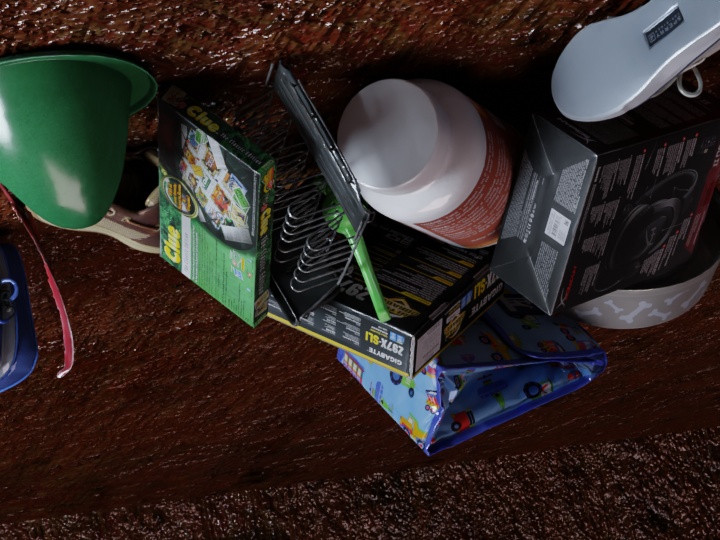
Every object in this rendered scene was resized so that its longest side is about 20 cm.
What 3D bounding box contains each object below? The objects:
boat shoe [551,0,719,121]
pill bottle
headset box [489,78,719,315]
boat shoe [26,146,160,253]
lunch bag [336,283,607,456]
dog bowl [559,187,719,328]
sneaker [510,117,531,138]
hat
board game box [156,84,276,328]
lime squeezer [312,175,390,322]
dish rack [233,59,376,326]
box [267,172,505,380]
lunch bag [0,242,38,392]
[{"bbox_3d":[0.231,-0.170,1.416,0.086,0.075,0.202,-2,154,-41],"label":"boat shoe"},{"bbox_3d":[0.060,-0.087,1.519,0.111,0.113,0.200,-15,166,21],"label":"pill bottle"},{"bbox_3d":[0.212,-0.066,1.563,0.199,0.077,0.150,-20,134,-40],"label":"headset box"},{"bbox_3d":[-0.171,-0.062,1.543,0.199,0.073,0.072,12,157,-43],"label":"boat shoe"},{"bbox_3d":[0.104,0.060,1.665,0.199,0.151,0.095,-13,128,-30],"label":"lunch bag"},{"bbox_3d":[0.224,-0.028,1.701,0.198,0.201,0.059,-8,132,-8],"label":"dog bowl"},{"bbox_3d":[0.111,-0.070,1.675,0.199,0.071,0.093,-35,171,31],"label":"sneaker"},{"bbox_3d":[-0.208,-0.039,1.364,0.164,0.178,0.200,-16,165,20],"label":"hat"},{"bbox_3d":[-0.111,-0.045,1.468,0.023,0.104,0.201,-45,160,-29],"label":"board game box"},{"bbox_3d":[-0.009,-0.054,1.537,0.038,0.201,0.071,-32,134,13],"label":"lime squeezer"},{"bbox_3d":[-0.052,-0.060,1.453,0.054,0.154,0.200,-27,167,-18],"label":"dish rack"},{"bbox_3d":[0.000,0.000,1.603,0.199,0.050,0.160,22,-141,24],"label":"box"},{"bbox_3d":[-0.372,0.048,1.690,0.199,0.137,0.132,-22,163,35],"label":"lunch bag"}]
